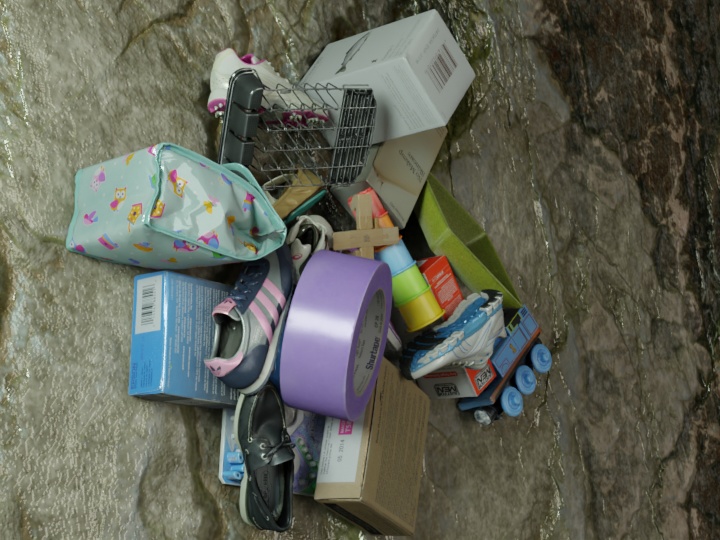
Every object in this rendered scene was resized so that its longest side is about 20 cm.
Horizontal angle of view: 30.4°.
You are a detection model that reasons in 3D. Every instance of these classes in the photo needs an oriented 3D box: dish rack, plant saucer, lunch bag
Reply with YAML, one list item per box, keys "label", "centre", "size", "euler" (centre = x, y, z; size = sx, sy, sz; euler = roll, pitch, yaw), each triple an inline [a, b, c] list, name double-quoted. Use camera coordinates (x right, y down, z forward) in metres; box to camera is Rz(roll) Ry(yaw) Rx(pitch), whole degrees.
- label: "dish rack"
  centre: [-0.076, -0.175, 1.684]
  size: [0.199, 0.055, 0.154]
  euler: [-5, 122, -30]
- label: "plant saucer"
  centre: [0.143, -0.043, 1.957]
  size: [0.200, 0.048, 0.200]
  euler: [44, 16, -35]
- label: "lunch bag"
  centre: [-0.204, -0.059, 1.515]
  size: [0.199, 0.170, 0.123]
  euler: [18, 70, -41]

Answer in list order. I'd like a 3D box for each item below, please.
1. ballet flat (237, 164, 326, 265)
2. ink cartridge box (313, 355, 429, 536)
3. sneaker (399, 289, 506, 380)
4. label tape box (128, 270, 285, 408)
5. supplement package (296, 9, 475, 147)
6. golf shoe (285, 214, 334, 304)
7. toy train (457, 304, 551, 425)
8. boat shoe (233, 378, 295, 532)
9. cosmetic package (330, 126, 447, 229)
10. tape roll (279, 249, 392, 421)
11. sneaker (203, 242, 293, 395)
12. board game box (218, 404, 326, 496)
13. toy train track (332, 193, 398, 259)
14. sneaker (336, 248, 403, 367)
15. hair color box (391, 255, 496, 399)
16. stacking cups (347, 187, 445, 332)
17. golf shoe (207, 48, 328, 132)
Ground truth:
- label: "ballet flat"
  centre: [-0.118, -0.075, 1.716]
  size: [0.063, 0.069, 0.200]
  euler: [47, 41, -2]
- label: "ink cartridge box"
  centre: [0.019, 0.233, 1.760]
  size: [0.165, 0.075, 0.201]
  euler: [44, 48, -50]
- label: "sneaker"
  centre: [0.137, 0.108, 1.814]
  size: [0.200, 0.075, 0.087]
  euler: [-33, 113, -33]
- label: "label tape box"
  centre: [-0.181, 0.091, 1.594]
  size: [0.199, 0.063, 0.145]
  euler: [16, 69, -48]
- label: "supplement package"
  centre: [0.033, -0.256, 1.811]
  size: [0.118, 0.199, 0.117]
  euler: [54, 47, -27]
- label: "golf shoe"
  centre: [-0.063, -0.032, 1.695]
  size: [0.077, 0.088, 0.200]
  euler: [24, 28, -2]
- label: "toy train"
  centre: [0.214, 0.146, 2.032]
  size: [0.114, 0.086, 0.200]
  euler: [54, 48, -14]
- label: "boat shoe"
  centre: [-0.107, 0.225, 1.590]
  size: [0.074, 0.066, 0.201]
  euler: [-11, 112, -42]
- label: "cosmetic package"
  centre: [0.043, -0.160, 1.903]
  size: [0.104, 0.073, 0.201]
  euler: [48, 48, -32]
- label: "tape roll"
  centre: [-0.027, 0.079, 1.631]
  size: [0.200, 0.084, 0.201]
  euler: [12, 90, -76]
- label: "sneaker"
  centre: [-0.132, 0.040, 1.560]
  size: [0.082, 0.070, 0.201]
  euler: [33, 55, -44]
- label: "board game box"
  centre: [-0.095, 0.182, 1.705]
  size: [0.199, 0.026, 0.201]
  euler: [18, 68, -46]
- label: "toy train track"
  centre: [0.000, 0.000, 1.754]
  size: [0.114, 0.032, 0.201]
  euler: [-6, 96, -41]
- label: "sneaker"
  centre: [0.013, 0.036, 1.829]
  size: [0.201, 0.072, 0.115]
  euler: [55, 43, -26]
- label: "hair color box"
  centre: [0.107, 0.084, 1.901]
  size: [0.061, 0.101, 0.201]
  euler: [-39, 112, -44]
- label: "stacking cups"
  centre: [0.043, -0.016, 1.801]
  size: [0.060, 0.060, 0.201]
  euler: [-37, 101, -46]
- label: "golf shoe"
  centre: [-0.116, -0.235, 1.736]
  size: [0.199, 0.075, 0.092]
  euler: [8, 73, -49]
